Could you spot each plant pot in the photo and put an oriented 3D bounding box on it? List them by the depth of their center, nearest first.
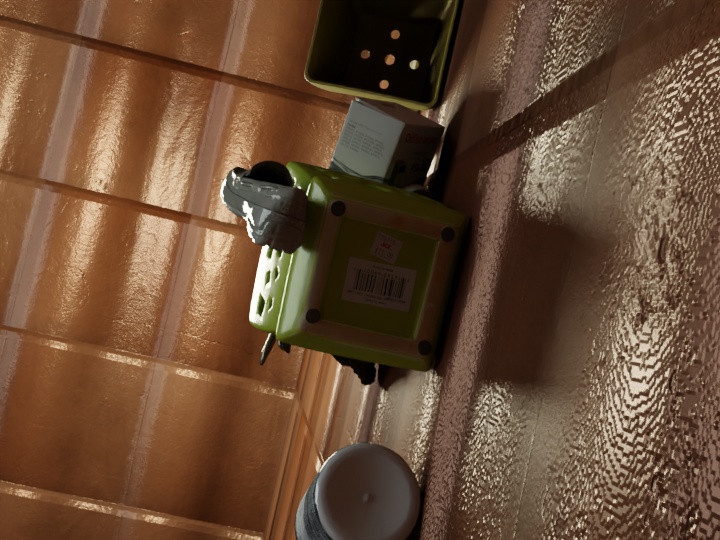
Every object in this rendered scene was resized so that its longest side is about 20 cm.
[{"bbox_3d":[0.000,0.000,0.957,0.181,0.198,0.201,-151,75,-76],"label":"plant pot"},{"bbox_3d":[0.042,-0.349,1.360,0.176,0.198,0.202,22,-99,-84],"label":"plant pot"}]

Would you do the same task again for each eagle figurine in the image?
[{"bbox_3d":[-0.026,0.065,1.222,0.152,0.198,0.152,-48,40,41],"label":"eagle figurine"}]

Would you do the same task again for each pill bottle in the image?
[{"bbox_3d":[-0.011,0.255,0.913,0.200,0.105,0.107,114,168,-61],"label":"pill bottle"}]

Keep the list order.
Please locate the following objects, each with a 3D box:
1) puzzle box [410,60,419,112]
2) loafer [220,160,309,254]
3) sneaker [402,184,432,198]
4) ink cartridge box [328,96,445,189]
[{"bbox_3d":[0.088,-0.308,1.536,0.133,0.025,0.202,-105,29,-78],"label":"puzzle box"},{"bbox_3d":[-0.094,-0.078,0.897,0.070,0.069,0.200,-67,28,11],"label":"loafer"},{"bbox_3d":[0.054,-0.005,1.102,0.088,0.075,0.202,37,110,53],"label":"sneaker"},{"bbox_3d":[0.020,-0.113,1.155,0.146,0.082,0.202,-15,-51,-63],"label":"ink cartridge box"}]
